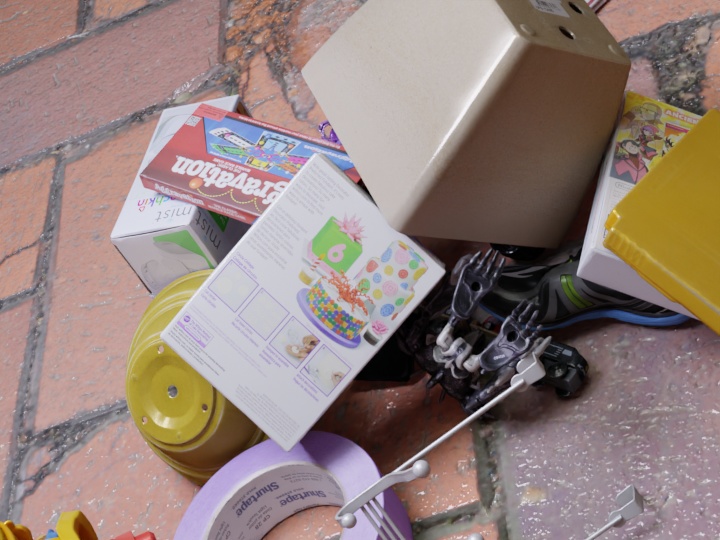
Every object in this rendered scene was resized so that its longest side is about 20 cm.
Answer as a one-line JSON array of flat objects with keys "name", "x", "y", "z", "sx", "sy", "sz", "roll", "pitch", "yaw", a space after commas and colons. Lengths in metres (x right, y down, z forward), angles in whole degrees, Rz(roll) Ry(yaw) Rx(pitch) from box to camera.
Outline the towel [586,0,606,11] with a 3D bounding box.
[{"name": "towel", "x": 0.171, "y": -0.293, "z": 1.638, "sx": 0.144, "sy": 0.023, "sz": 0.199, "roll": -45, "pitch": 43, "yaw": -18}]

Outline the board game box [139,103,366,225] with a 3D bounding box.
[{"name": "board game box", "x": -0.091, "y": -0.088, "z": 1.313, "sx": 0.198, "sy": 0.020, "sz": 0.103, "roll": 19, "pitch": 57, "yaw": 28}]

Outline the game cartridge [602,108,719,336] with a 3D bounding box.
[{"name": "game cartridge", "x": 0.307, "y": -0.018, "z": 1.146, "sx": 0.200, "sy": 0.033, "sz": 0.176, "roll": 39, "pitch": 56, "yaw": 16}]

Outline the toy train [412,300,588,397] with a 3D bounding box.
[{"name": "toy train", "x": 0.119, "y": 0.062, "z": 1.298, "sx": 0.199, "sy": 0.034, "sz": 0.046, "roll": 19, "pitch": 56, "yaw": 43}]

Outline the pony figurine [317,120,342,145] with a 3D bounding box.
[{"name": "pony figurine", "x": 0.006, "y": -0.100, "z": 1.392, "sx": 0.200, "sy": 0.193, "sz": 0.167, "roll": -47, "pitch": -2, "yaw": 15}]

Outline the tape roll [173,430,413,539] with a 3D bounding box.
[{"name": "tape roll", "x": -0.058, "y": 0.233, "z": 1.217, "sx": 0.198, "sy": 0.066, "sz": 0.201, "roll": -19, "pitch": 41, "yaw": 17}]

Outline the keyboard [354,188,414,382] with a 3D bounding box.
[{"name": "keyboard", "x": 0.000, "y": 0.000, "z": 1.343, "sx": 0.103, "sy": 0.202, "sz": 0.040, "roll": 0, "pitch": 8, "yaw": 18}]

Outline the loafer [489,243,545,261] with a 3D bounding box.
[{"name": "loafer", "x": 0.169, "y": -0.108, "z": 1.361, "sx": 0.068, "sy": 0.070, "sz": 0.202, "roll": 19, "pitch": 85, "yaw": 43}]

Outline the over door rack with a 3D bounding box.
[{"name": "over door rack", "x": 0.101, "y": 0.179, "z": 1.096, "sx": 0.199, "sy": 0.148, "sz": 0.067, "roll": -38, "pitch": 8, "yaw": -5}]

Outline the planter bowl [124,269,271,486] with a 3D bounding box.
[{"name": "planter bowl", "x": -0.147, "y": 0.102, "z": 1.303, "sx": 0.198, "sy": 0.083, "sz": 0.203, "roll": 2, "pitch": 94, "yaw": 27}]

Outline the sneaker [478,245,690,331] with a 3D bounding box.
[{"name": "sneaker", "x": 0.193, "y": 0.003, "z": 1.257, "sx": 0.197, "sy": 0.083, "sz": 0.071, "roll": -3, "pitch": 39, "yaw": 22}]

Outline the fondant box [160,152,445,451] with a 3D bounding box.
[{"name": "fondant box", "x": -0.046, "y": 0.025, "z": 1.212, "sx": 0.200, "sy": 0.144, "sz": 0.058, "roll": -49, "pitch": -1, "yaw": 7}]

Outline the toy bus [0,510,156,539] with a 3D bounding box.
[{"name": "toy bus", "x": -0.265, "y": 0.275, "z": 1.273, "sx": 0.191, "sy": 0.137, "sz": 0.200, "roll": -26, "pitch": 35, "yaw": -13}]

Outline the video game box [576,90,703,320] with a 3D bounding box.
[{"name": "video game box", "x": 0.287, "y": -0.042, "z": 1.200, "sx": 0.198, "sy": 0.047, "sz": 0.183, "roll": 20, "pitch": 55, "yaw": 0}]

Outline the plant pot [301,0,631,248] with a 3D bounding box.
[{"name": "plant pot", "x": 0.104, "y": -0.156, "z": 1.223, "sx": 0.178, "sy": 0.198, "sz": 0.201, "roll": -54, "pitch": 49, "yaw": 33}]

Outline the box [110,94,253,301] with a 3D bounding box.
[{"name": "box", "x": -0.136, "y": -0.033, "z": 1.434, "sx": 0.096, "sy": 0.201, "sz": 0.178, "roll": -9, "pitch": 44, "yaw": 25}]

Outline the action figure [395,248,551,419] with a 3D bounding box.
[{"name": "action figure", "x": 0.098, "y": 0.054, "z": 1.218, "sx": 0.102, "sy": 0.200, "sz": 0.119, "roll": -39, "pitch": 83, "yaw": -18}]
